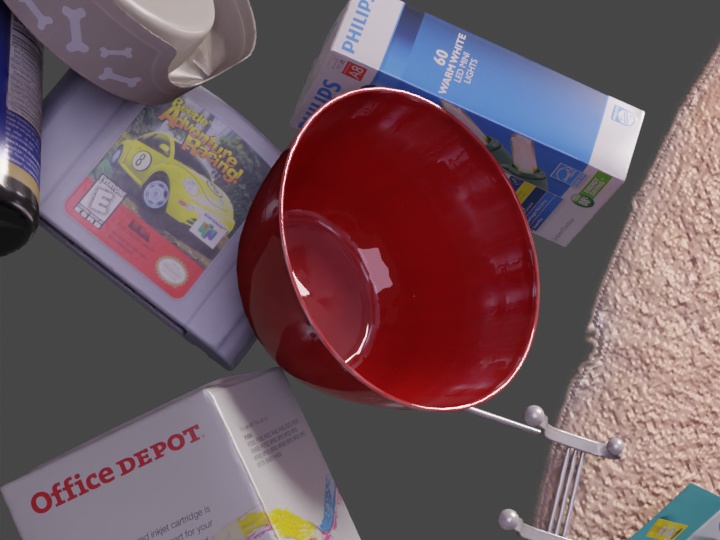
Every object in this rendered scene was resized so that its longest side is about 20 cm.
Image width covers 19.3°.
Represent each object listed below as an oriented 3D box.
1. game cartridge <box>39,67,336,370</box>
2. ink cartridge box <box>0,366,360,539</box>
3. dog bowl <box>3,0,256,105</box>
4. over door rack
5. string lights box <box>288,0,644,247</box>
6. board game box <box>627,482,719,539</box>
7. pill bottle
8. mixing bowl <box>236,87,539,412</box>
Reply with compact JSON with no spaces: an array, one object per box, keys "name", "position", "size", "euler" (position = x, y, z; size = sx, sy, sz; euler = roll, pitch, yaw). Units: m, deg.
[{"name":"game cartridge","position":[-0.120,-0.048,1.341],"size":[0.200,0.041,0.133],"euler":[38,72,-4]},{"name":"ink cartridge box","position":[-0.086,0.176,1.234],"size":[0.145,0.145,0.200],"euler":[-25,87,15]},{"name":"dog bowl","position":[-0.154,-0.185,1.284],"size":[0.059,0.200,0.200],"euler":[-39,90,23]},{"name":"over door rack","position":[0.060,0.150,1.329],"size":[0.200,0.067,0.148],"euler":[17,78,-8]},{"name":"string lights box","position":[0.066,-0.097,1.345],"size":[0.200,0.103,0.059],"euler":[23,61,-6]},{"name":"board game box","position":[0.179,0.256,1.319],"size":[0.200,0.047,0.151],"euler":[-39,114,-14]},{"name":"pill bottle","position":[-0.247,-0.114,1.274],"size":[0.112,0.112,0.200],"euler":[2,65,-11]},{"name":"mixing bowl","position":[0.000,0.000,1.278],"size":[0.200,0.108,0.200],"euler":[15,65,-36]}]
